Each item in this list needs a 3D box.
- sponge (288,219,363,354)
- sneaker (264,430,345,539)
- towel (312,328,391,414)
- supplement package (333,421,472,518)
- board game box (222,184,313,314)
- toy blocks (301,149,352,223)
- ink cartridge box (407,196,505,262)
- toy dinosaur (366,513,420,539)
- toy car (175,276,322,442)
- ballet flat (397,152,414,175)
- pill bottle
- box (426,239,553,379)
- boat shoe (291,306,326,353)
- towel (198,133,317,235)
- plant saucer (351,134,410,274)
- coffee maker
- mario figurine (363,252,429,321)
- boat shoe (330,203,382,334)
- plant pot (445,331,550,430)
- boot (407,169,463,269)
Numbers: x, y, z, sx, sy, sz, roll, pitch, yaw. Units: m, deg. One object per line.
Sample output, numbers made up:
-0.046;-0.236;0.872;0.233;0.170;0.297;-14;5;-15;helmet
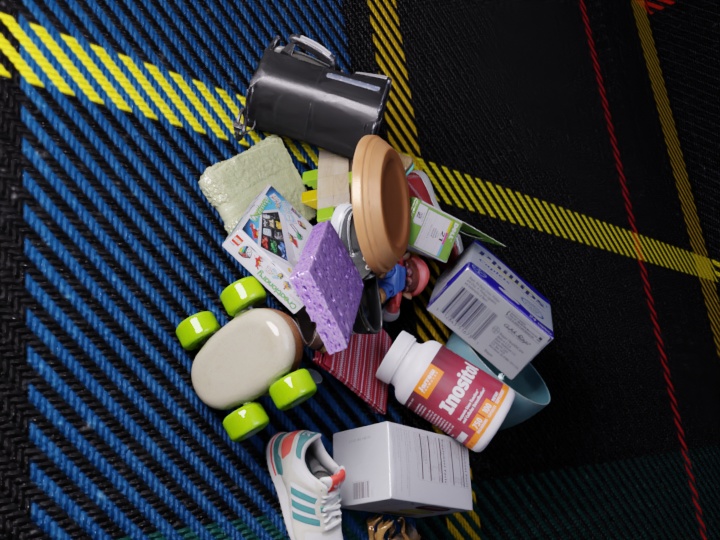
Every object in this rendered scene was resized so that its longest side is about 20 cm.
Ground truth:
-0.040;0.015;1.059;0.112;0.030;0.200;62;15;-17;sponge
-0.056;0.308;1.093;0.070;0.093;0.201;-21;91;-51;sneaker
-0.008;0.123;1.260;0.200;0.022;0.145;46;41;-46;towel
0.066;0.305;1.223;0.200;0.113;0.110;23;56;-43;supplement package
-0.107;-0.035;1.089;0.126;0.035;0.200;45;20;-12;board game box
-0.025;-0.098;1.290;0.200;0.099;0.137;-92;167;-46;toy blocks
0.121;-0.057;1.363;0.199;0.148;0.076;24;88;-28;ink cartridge box
0.040;0.421;1.186;0.200;0.060;0.107;-32;101;-51;toy dinosaur
-0.115;0.113;1.077;0.165;0.158;0.200;60;20;14;toy car
0.024;-0.172;1.336;0.068;0.200;0.072;-45;101;-11;ballet flat
0.128;0.182;1.255;0.200;0.113;0.113;31;42;8;pill bottle
0.223;0.059;1.375;0.184;0.105;0.200;40;18;-2;box
-0.081;0.033;1.184;0.070;0.070;0.200;21;35;-27;boat shoe
-0.148;-0.111;1.210;0.200;0.036;0.149;-42;108;-51;towel
0.035;-0.096;1.168;0.200;0.037;0.201;-4;90;-72;plant saucer
-0.067;-0.239;1.229;0.199;0.135;0.193;18;71;1;coffee maker
0.035;0.016;1.330;0.106;0.124;0.200;40;16;17;mario figurine
0.000;0.000;1.190;0.069;0.056;0.201;-28;119;-50;boat shoe
0.207;0.200;1.398;0.200;0.135;0.200;35;20;-15;plant pot
0.101;-0.075;1.468;0.144;0.072;0.201;-29;91;-50;boot
